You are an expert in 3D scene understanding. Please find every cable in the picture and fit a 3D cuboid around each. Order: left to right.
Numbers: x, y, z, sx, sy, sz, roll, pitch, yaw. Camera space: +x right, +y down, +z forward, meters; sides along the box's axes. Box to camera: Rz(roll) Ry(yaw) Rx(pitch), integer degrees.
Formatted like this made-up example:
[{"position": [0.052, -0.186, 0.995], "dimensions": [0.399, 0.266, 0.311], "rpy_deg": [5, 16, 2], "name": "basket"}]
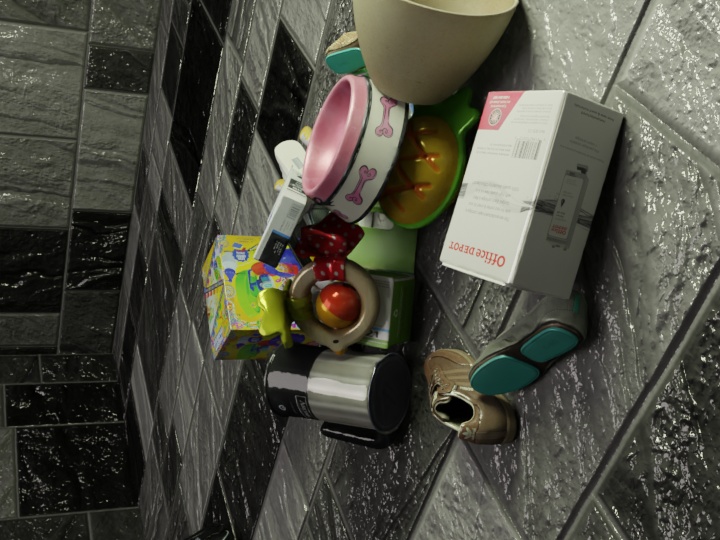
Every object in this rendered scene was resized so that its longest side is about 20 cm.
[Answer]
[{"position": [-0.089, 0.009, 1.401], "dimensions": [0.200, 0.050, 0.097], "rpy_deg": [56, -175, -40], "name": "cable"}]

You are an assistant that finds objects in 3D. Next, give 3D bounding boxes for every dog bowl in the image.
[{"position": [-0.013, -0.167, 1.152], "dimensions": [0.200, 0.074, 0.200], "rpy_deg": [-162, 90, -72], "name": "dog bowl"}]

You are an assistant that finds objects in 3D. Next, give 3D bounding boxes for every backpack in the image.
[{"position": [-0.390, 0.700, 2.047], "dimensions": [0.177, 0.200, 0.151], "rpy_deg": [-20, 90, 63], "name": "backpack"}]

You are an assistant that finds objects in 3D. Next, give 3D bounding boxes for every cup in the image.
[{"position": [0.077, -0.290, 1.072], "dimensions": [0.200, 0.200, 0.143], "rpy_deg": [-116, 31, -45], "name": "cup"}]

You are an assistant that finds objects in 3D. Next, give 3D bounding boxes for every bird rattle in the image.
[{"position": [-0.046, 0.027, 1.227], "dimensions": [0.200, 0.163, 0.113], "rpy_deg": [-51, 4, 10], "name": "bird rattle"}]

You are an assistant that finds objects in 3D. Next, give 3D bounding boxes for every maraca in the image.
[{"position": [0.086, -0.152, 1.149], "dimensions": [0.137, 0.107, 0.200], "rpy_deg": [29, 101, 38], "name": "maraca"}]

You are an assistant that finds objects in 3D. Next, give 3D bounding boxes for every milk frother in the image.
[{"position": [-0.008, 0.150, 1.323], "dimensions": [0.188, 0.181, 0.200], "rpy_deg": [4, 59, 32], "name": "milk frother"}]

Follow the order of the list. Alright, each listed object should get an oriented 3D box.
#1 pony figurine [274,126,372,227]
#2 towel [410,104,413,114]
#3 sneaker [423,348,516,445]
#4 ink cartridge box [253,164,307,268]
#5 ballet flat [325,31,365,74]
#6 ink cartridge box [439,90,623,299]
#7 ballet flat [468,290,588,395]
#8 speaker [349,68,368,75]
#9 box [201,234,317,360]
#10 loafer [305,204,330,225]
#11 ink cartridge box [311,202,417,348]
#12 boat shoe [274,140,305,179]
[{"position": [-0.051, -0.138, 1.401], "dimensions": [0.200, 0.166, 0.193], "rpy_deg": [18, 80, 49], "name": "pony figurine"}, {"position": [0.080, -0.327, 1.268], "dimensions": [0.147, 0.024, 0.200], "rpy_deg": [118, 145, -46], "name": "towel"}, {"position": [0.116, 0.152, 1.098], "dimensions": [0.200, 0.075, 0.071], "rpy_deg": [-142, 57, -60], "name": "sneaker"}, {"position": [-0.105, -0.080, 1.228], "dimensions": [0.200, 0.039, 0.100], "rpy_deg": [-92, 26, -71], "name": "ink cartridge box"}, {"position": [0.027, -0.332, 1.267], "dimensions": [0.200, 0.071, 0.065], "rpy_deg": [7, 58, 46], "name": "ballet flat"}, {"position": [0.175, -0.083, 0.927], "dimensions": [0.146, 0.083, 0.200], "rpy_deg": [23, 99, 64], "name": "ink cartridge box"}, {"position": [0.189, 0.081, 0.978], "dimensions": [0.200, 0.067, 0.064], "rpy_deg": [-48, 19, 54], "name": "ballet flat"}, {"position": [0.031, -0.213, 1.294], "dimensions": [0.200, 0.088, 0.089], "rpy_deg": [-111, 33, -40], "name": "speaker"}, {"position": [-0.166, 0.051, 1.578], "dimensions": [0.122, 0.200, 0.193], "rpy_deg": [126, 138, -51], "name": "box"}, {"position": [-0.064, -0.143, 1.535], "dimensions": [0.063, 0.072, 0.200], "rpy_deg": [117, 155, -65], "name": "loafer"}, {"position": [0.000, 0.000, 1.281], "dimensions": [0.148, 0.076, 0.200], "rpy_deg": [8, 99, 28], "name": "ink cartridge box"}, {"position": [-0.108, -0.162, 1.631], "dimensions": [0.200, 0.072, 0.069], "rpy_deg": [52, 164, 40], "name": "boat shoe"}]
